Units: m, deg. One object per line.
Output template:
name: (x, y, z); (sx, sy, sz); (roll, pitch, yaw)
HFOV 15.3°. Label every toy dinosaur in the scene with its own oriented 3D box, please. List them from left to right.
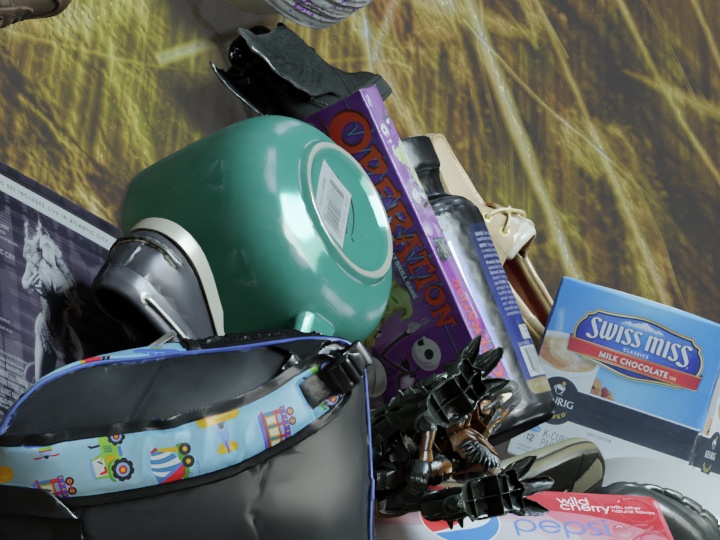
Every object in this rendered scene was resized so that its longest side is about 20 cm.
toy dinosaur: (0.032, 0.111, 1.539); (0.102, 0.135, 0.200); (52, 51, -20)

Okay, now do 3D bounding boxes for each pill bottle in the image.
pill bottle: (0.042, 0.021, 1.737); (0.112, 0.111, 0.201); (-6, 74, -63)

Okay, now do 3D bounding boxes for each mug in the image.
mug: (-0.046, 0.001, 1.585); (0.152, 0.114, 0.186); (-2, 69, -62)

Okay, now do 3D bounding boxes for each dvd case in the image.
dvd case: (-0.169, 0.040, 1.432); (0.149, 0.016, 0.201); (31, 42, -49)

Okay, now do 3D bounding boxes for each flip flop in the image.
flip flop: (0.064, 0.139, 1.670); (0.199, 0.081, 0.058); (-15, 43, -31)

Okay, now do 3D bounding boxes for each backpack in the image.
backpack: (-0.098, 0.122, 1.339); (0.199, 0.134, 0.184); (-5, 92, -22)

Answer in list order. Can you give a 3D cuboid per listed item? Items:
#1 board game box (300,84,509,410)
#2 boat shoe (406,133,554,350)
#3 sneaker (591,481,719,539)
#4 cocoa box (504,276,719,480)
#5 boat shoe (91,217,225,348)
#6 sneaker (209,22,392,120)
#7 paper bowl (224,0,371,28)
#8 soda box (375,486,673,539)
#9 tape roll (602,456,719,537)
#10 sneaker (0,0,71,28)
board game box: (0.000, 0.000, 1.667); (0.201, 0.120, 0.032); (65, 26, 2)
boat shoe: (0.096, -0.014, 1.917); (0.201, 0.069, 0.074); (64, 25, -3)
sneaker: (0.205, 0.220, 1.687); (0.200, 0.076, 0.091); (53, 37, -14)
cocoa box: (0.206, 0.095, 1.874); (0.200, 0.133, 0.132); (23, 86, -67)
boat shoe: (-0.098, 0.072, 1.470); (0.063, 0.072, 0.201); (-45, 124, -46)
sneaker: (-0.040, -0.125, 1.760); (0.104, 0.060, 0.200); (45, 15, -5)
paper bowl: (-0.064, -0.250, 1.769); (0.201, 0.104, 0.201); (44, 28, -31)
soda box: (0.085, 0.173, 1.594); (0.199, 0.064, 0.070); (3, 31, -13)
tape roll: (0.204, 0.211, 1.777); (0.203, 0.202, 0.037); (56, 46, -18)
sneaker: (-0.230, -0.149, 1.449); (0.200, 0.070, 0.076); (13, 75, -55)
